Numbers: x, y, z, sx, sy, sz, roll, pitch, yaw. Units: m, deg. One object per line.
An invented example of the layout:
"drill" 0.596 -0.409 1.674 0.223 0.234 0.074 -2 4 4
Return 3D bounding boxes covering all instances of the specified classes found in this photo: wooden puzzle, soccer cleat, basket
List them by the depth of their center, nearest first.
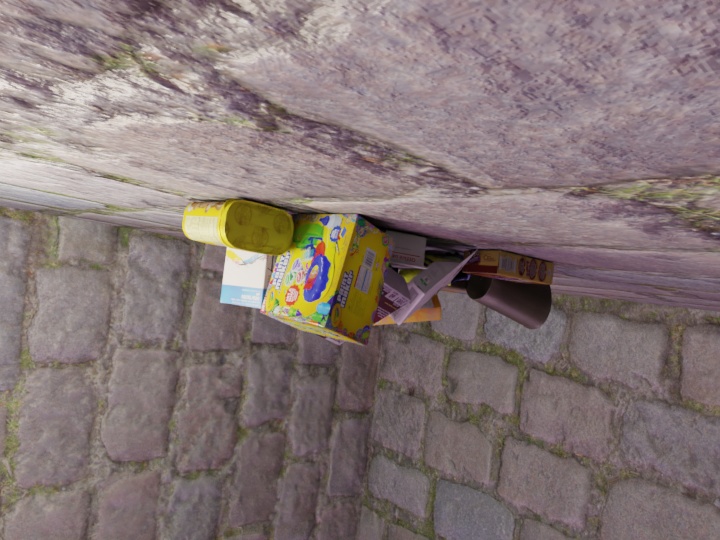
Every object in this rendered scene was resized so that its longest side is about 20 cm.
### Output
"soccer cleat" 0.186 0.005 1.341 0.194 0.066 0.085 -9 -130 -24
"basket" 0.389 0.049 1.447 0.195 0.185 0.136 17 137 -27
"wooden puzzle" 0.230 0.012 1.523 0.181 0.038 0.201 10 -154 -35

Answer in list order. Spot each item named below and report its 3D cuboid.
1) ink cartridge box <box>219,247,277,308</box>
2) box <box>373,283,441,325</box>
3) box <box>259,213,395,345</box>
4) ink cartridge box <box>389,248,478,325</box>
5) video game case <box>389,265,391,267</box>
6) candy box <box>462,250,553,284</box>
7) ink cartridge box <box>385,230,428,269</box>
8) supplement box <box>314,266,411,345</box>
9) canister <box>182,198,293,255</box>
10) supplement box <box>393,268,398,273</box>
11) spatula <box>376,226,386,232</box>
"ink cartridge box" -0.225 -0.015 1.294 0.141 0.208 0.146 4 176 34
"box" 0.092 0.080 1.323 0.193 0.043 0.120 -6 -151 0
"box" -0.062 0.013 1.021 0.189 0.206 0.121 4 163 44
"ink cartridge box" 0.161 0.023 1.215 0.050 0.199 0.162 45 147 11
"video game case" 0.000 0.000 1.228 0.138 0.020 0.200 9 173 4
"candy box" 0.350 -0.007 1.283 0.195 0.059 0.115 8 178 -33
"ink cartridge box" 0.071 -0.044 1.171 0.112 0.069 0.200 9 178 -12
"supplement box" -0.006 0.069 1.110 0.197 0.062 0.108 -34 141 23
"canister" -0.242 -0.085 1.047 0.146 0.090 0.197 10 179 -41
"supplement box" 0.004 -0.038 1.374 0.193 0.089 0.110 8 178 4
"spatula" -0.037 -0.086 1.117 0.194 0.021 0.056 7 174 24
